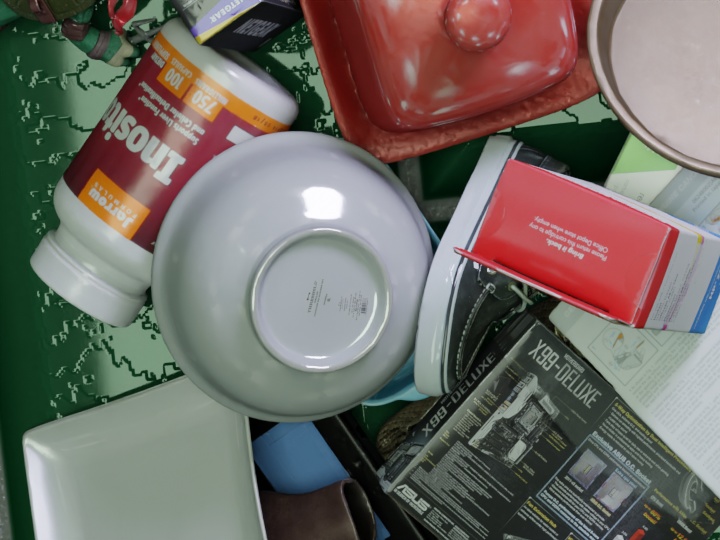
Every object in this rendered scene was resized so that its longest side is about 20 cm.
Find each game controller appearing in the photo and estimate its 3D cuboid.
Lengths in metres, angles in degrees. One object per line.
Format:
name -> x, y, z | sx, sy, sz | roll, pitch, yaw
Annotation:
game controller -> -0.027, 0.153, 1.538 | 0.104, 0.042, 0.201 | -36, 89, 25

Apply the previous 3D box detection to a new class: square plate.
square plate -> -0.144, 0.185, 1.525 | 0.197, 0.028, 0.201 | -20, 71, 26

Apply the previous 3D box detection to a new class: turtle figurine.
turtle figurine -> -0.217, -0.213, 1.517 | 0.199, 0.101, 0.151 | -8, 94, 14

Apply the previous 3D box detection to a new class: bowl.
bowl -> -0.036, 0.013, 1.439 | 0.200, 0.090, 0.203 | -2, 101, -13

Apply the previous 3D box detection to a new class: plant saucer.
plant saucer -> 0.248, -0.145, 1.446 | 0.198, 0.030, 0.201 | 2, 65, -4

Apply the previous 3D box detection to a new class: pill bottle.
pill bottle -> -0.140, -0.065, 1.507 | 0.113, 0.113, 0.201 | 35, 98, 4

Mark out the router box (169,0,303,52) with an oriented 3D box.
router box -> -0.112, -0.226, 1.445 | 0.052, 0.200, 0.158 | -34, 89, 8

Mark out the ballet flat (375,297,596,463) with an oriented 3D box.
ballet flat -> 0.094, 0.083, 1.520 | 0.199, 0.046, 0.068 | -32, 90, 9

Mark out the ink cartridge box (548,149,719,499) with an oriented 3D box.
ink cartridge box -> 0.249, 0.045, 1.441 | 0.200, 0.047, 0.160 | 46, 105, 18

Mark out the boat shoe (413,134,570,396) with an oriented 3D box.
boat shoe -> 0.091, -0.003, 1.464 | 0.070, 0.072, 0.201 | 14, 67, 14

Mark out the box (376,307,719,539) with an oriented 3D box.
box -> 0.135, 0.149, 1.491 | 0.200, 0.050, 0.158 | 40, 94, -11

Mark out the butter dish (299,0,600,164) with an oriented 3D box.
butter dish -> 0.066, -0.175, 1.430 | 0.198, 0.148, 0.201 | -17, 105, -2

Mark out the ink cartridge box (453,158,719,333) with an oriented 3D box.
ink cartridge box -> 0.149, -0.014, 1.350 | 0.116, 0.200, 0.068 | 24, 97, 23

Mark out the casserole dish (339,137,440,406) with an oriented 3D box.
casserole dish -> 0.000, 0.000, 1.530 | 0.121, 0.039, 0.201 | -35, 90, 7

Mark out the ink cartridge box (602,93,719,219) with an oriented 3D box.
ink cartridge box -> 0.261, -0.027, 1.476 | 0.199, 0.067, 0.118 | 27, 99, 5

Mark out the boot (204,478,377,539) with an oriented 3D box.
boot -> -0.052, 0.252, 1.516 | 0.166, 0.072, 0.202 | -14, 86, 36
